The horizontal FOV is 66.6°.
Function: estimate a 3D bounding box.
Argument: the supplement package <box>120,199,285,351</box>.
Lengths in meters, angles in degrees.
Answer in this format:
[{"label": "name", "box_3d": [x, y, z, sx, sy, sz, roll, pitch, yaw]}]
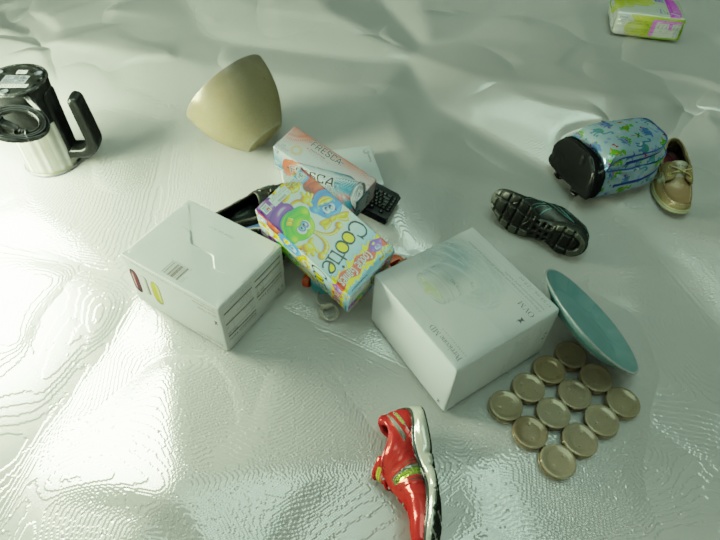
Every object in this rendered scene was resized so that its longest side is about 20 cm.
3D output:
[{"label": "supplement package", "box_3d": [-0.249, 0.004, 0.894, 0.199, 0.111, 0.156, 25, 52, 19]}]

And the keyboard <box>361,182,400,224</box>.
[{"label": "keyboard", "box_3d": [-0.033, -0.147, 1.069, 0.199, 0.021, 0.127, 27, 65, 9]}]

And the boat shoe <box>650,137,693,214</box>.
[{"label": "boat shoe", "box_3d": [0.646, -0.200, 1.132, 0.073, 0.067, 0.201, 9, 49, 6]}]

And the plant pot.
[{"label": "plant pot", "box_3d": [-0.243, -0.332, 1.157, 0.135, 0.200, 0.200, 50, 58, -7]}]

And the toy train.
[{"label": "toy train", "box_3d": [0.000, 0.000, 0.943, 0.199, 0.056, 0.150, -23, 53, -21]}]

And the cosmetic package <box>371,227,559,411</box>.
[{"label": "cosmetic package", "box_3d": [0.152, 0.068, 0.847, 0.199, 0.123, 0.200, -26, 55, -21]}]

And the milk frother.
[{"label": "milk frother", "box_3d": [-0.630, -0.259, 1.056, 0.179, 0.189, 0.201, 14, 50, 11]}]

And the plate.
[{"label": "plate", "box_3d": [0.350, 0.081, 0.848, 0.200, 0.026, 0.201, 34, 28, -21]}]

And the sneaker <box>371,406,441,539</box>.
[{"label": "sneaker", "box_3d": [0.058, 0.273, 0.709, 0.084, 0.077, 0.201, -10, 42, 4]}]

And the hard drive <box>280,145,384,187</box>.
[{"label": "hard drive", "box_3d": [-0.063, -0.200, 1.134, 0.198, 0.027, 0.132, -8, 50, -10]}]

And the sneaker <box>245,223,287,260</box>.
[{"label": "sneaker", "box_3d": [-0.138, -0.064, 0.992, 0.198, 0.079, 0.089, -8, 27, -2]}]

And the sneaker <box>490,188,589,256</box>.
[{"label": "sneaker", "box_3d": [0.340, -0.096, 1.041, 0.199, 0.076, 0.079, 35, 42, 18]}]

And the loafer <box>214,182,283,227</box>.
[{"label": "loafer", "box_3d": [-0.196, -0.112, 1.014, 0.199, 0.063, 0.072, -35, 62, -19]}]

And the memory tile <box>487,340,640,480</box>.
[{"label": "memory tile", "box_3d": [0.299, 0.198, 0.808, 0.199, 0.017, 0.153, -29, 56, -23]}]

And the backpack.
[{"label": "backpack", "box_3d": [0.521, -0.232, 1.122, 0.198, 0.154, 0.164, 1, 41, -18]}]

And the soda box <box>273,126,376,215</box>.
[{"label": "soda box", "box_3d": [-0.070, -0.186, 1.040, 0.199, 0.064, 0.068, 34, 65, 12]}]

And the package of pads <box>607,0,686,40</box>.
[{"label": "package of pads", "box_3d": [0.838, -0.746, 1.612, 0.198, 0.068, 0.155, 11, 48, 8]}]

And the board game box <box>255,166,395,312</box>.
[{"label": "board game box", "box_3d": [-0.057, -0.046, 0.873, 0.200, 0.105, 0.103, 41, 74, 9]}]
